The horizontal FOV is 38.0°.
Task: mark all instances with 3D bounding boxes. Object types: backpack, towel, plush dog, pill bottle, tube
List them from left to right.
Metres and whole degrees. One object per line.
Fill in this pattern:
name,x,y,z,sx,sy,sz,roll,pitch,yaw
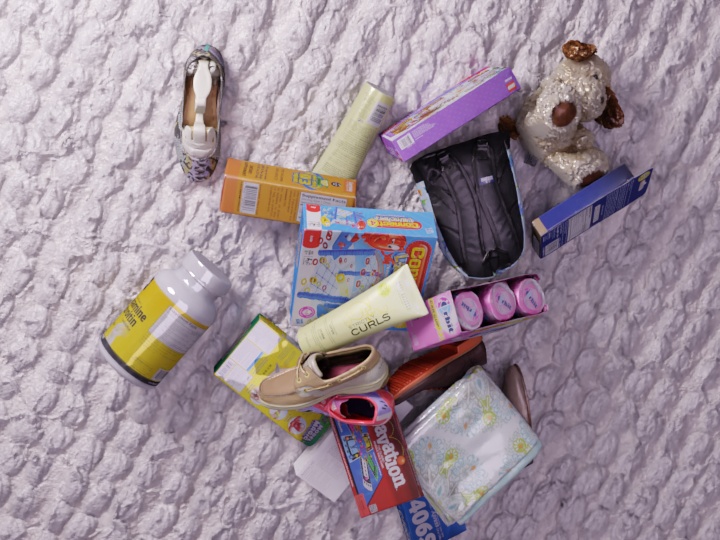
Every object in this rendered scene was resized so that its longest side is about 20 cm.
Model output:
pill bottle,-0.286,0.070,1.551,0.112,0.112,0.200,41,93,-14
tube,-0.018,-0.185,1.572,0.058,0.052,0.201,35,106,26
tube,0.000,0.068,1.535,0.199,0.052,0.058,-27,120,21
towel,0.162,0.274,1.615,0.200,0.048,0.172,-42,105,-7
backpack,0.174,-0.086,1.580,0.162,0.154,0.201,-21,83,-6
plush dog,0.314,-0.249,1.575,0.172,0.160,0.200,-47,133,-11

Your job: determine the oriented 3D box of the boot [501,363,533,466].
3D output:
boot,0.200,0.259,1.684,0.145,0.070,0.202,-11,104,-5

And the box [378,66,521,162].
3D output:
box,0.127,-0.232,1.534,0.199,0.137,0.039,-32,104,0

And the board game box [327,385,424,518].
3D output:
board game box,0.016,0.259,1.578,0.102,0.019,0.202,-23,77,16

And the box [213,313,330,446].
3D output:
box,-0.117,0.174,1.632,0.200,0.048,0.118,41,93,-12

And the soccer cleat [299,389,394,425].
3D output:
soccer cleat,-0.046,0.191,1.553,0.198,0.076,0.067,9,98,20

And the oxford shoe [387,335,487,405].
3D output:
oxford shoe,0.119,0.166,1.634,0.199,0.071,0.073,-30,110,-18

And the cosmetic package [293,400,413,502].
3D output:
cosmetic package,-0.013,0.262,1.663,0.082,0.051,0.200,38,94,-18

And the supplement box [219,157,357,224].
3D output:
supplement box,-0.105,-0.111,1.548,0.198,0.067,0.069,11,120,-7

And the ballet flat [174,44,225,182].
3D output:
ballet flat,-0.234,-0.226,1.518,0.071,0.072,0.202,4,102,-9

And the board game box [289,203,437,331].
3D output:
board game box,0.000,0.000,1.559,0.194,0.056,0.201,3,133,-8

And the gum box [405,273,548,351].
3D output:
gum box,0.178,0.061,1.571,0.199,0.113,0.067,-10,79,-39

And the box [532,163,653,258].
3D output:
box,0.354,-0.097,1.607,0.199,0.121,0.033,-31,71,0

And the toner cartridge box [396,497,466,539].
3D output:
toner cartridge box,0.101,0.350,1.678,0.094,0.043,0.201,-24,115,-15

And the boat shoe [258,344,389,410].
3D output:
boat shoe,-0.060,0.148,1.518,0.198,0.074,0.067,-15,130,8
